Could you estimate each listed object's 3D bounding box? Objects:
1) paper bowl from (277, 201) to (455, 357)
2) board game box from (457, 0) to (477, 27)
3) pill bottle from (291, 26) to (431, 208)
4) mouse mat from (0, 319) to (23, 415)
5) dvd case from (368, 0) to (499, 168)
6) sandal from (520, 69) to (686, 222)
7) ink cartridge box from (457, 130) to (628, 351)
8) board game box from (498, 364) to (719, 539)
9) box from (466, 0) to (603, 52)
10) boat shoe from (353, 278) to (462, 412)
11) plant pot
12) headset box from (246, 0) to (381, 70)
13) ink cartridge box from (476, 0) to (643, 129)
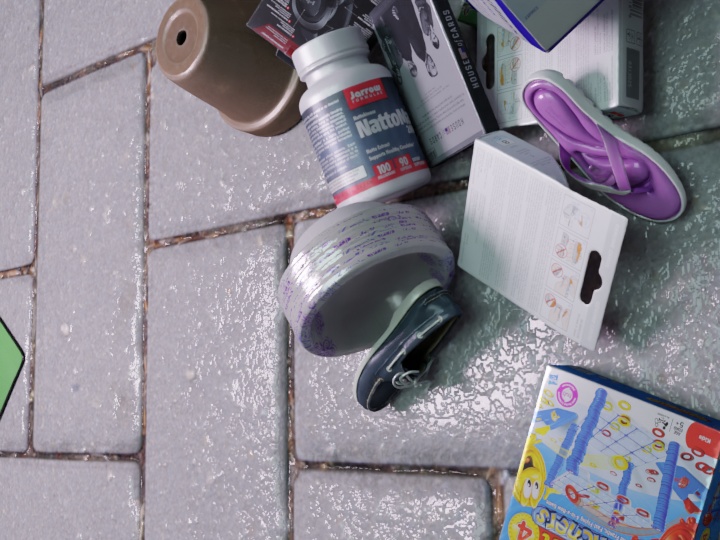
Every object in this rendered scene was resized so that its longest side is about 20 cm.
[{"bbox_3d":[0.000,0.000,1.155,0.201,0.200,0.105,-47,56,28],"label":"paper bowl"},{"bbox_3d":[0.209,-0.319,1.119,0.200,0.029,0.135,29,106,40],"label":"board game box"},{"bbox_3d":[-0.005,-0.178,1.200,0.119,0.119,0.201,-22,90,39],"label":"pill bottle"},{"bbox_3d":[-0.695,0.196,1.903,0.161,0.008,0.201,42,112,37],"label":"mouse mat"},{"bbox_3d":[0.079,-0.228,1.146,0.201,0.025,0.150,68,158,0],"label":"dvd case"},{"bbox_3d":[0.231,-0.112,1.006,0.203,0.050,0.083,43,149,6],"label":"sandal"},{"bbox_3d":[0.192,-0.034,1.050,0.200,0.047,0.161,35,133,37],"label":"ink cartridge box"},{"bbox_3d":[0.252,0.216,0.996,0.199,0.056,0.197,19,98,42],"label":"board game box"},{"bbox_3d":[0.181,-0.333,0.995,0.184,0.105,0.200,-43,30,8],"label":"box"},{"bbox_3d":[0.056,0.100,1.175,0.062,0.075,0.200,49,123,28],"label":"boat shoe"},{"bbox_3d":[-0.174,-0.294,1.372,0.200,0.174,0.201,-6,81,41],"label":"plant pot"},{"bbox_3d":[-0.035,-0.333,1.262,0.149,0.077,0.200,35,116,-6],"label":"headset box"},{"bbox_3d":[0.207,-0.232,1.073,0.200,0.050,0.163,-4,84,54],"label":"ink cartridge box"}]
